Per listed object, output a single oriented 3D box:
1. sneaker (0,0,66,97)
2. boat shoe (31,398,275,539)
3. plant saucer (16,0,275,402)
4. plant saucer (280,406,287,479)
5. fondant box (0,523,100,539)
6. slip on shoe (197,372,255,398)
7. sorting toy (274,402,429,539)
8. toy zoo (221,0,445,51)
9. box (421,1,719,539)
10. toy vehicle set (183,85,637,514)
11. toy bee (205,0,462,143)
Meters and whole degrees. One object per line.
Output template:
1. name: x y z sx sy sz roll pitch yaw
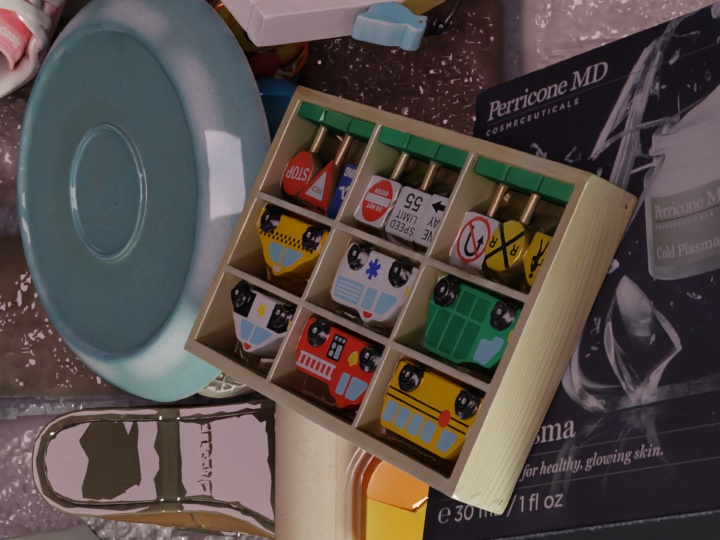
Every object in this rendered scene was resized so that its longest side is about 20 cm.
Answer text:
1. sneaker: -0.160 -0.160 0.972 0.200 0.075 0.105 -45 34 16
2. boat shoe: -0.058 0.095 0.951 0.200 0.068 0.072 9 83 -3
3. plant saucer: -0.110 -0.037 0.914 0.200 0.027 0.200 4 95 50
4. plant saucer: 0.063 0.073 0.903 0.200 0.037 0.201 0 97 -3
5. fondant box: -0.116 0.214 0.922 0.200 0.144 0.058 44 101 15
6. slip on shoe: 0.000 0.000 0.942 0.200 0.061 0.074 -28 90 1
7. sorting toy: 0.062 0.056 0.865 0.200 0.036 0.185 0 96 -3
8. toy zoo: -0.029 -0.171 0.914 0.200 0.131 0.020 52 145 26
9. box: 0.140 0.017 0.721 0.200 0.124 0.197 -17 56 47
10. toy vehicle set: 0.012 0.004 0.762 0.200 0.027 0.124 22 89 54
11. toy bee: -0.065 -0.108 0.941 0.200 0.109 0.131 -52 36 1
